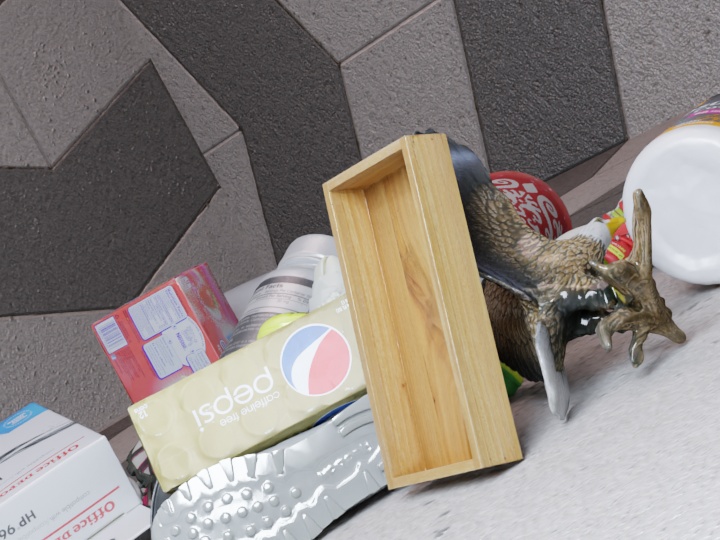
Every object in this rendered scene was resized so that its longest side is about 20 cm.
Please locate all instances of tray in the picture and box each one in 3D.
[{"bbox_3d":[0.036,0.027,0.870,0.037,0.201,0.099,-5,-11,-34],"label":"tray"}]

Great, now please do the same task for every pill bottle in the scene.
[{"bbox_3d":[0.279,-0.071,1.061,0.116,0.117,0.200,-27,3,33],"label":"pill bottle"},{"bbox_3d":[-0.059,0.070,1.259,0.113,0.113,0.201,-26,29,46],"label":"pill bottle"}]

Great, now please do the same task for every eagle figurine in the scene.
[{"bbox_3d":[0.114,0.000,0.922,0.199,0.153,0.150,18,14,41],"label":"eagle figurine"}]

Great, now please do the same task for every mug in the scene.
[{"bbox_3d":[0.131,0.002,1.419,0.133,0.179,0.200,7,14,16],"label":"mug"}]

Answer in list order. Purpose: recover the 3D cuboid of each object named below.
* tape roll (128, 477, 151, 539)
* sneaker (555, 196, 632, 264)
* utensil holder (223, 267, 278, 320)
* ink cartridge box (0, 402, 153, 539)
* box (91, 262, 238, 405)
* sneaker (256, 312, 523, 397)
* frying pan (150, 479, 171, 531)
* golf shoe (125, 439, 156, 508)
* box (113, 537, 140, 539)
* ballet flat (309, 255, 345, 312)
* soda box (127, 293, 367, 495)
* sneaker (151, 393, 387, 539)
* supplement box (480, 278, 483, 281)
[{"bbox_3d":[-0.270,0.246,1.201,0.202,0.037,0.203,-22,19,8],"label":"tape roll"},{"bbox_3d":[0.237,-0.024,1.232,0.200,0.077,0.085,-40,3,26],"label":"sneaker"},{"bbox_3d":[-0.117,0.097,1.542,0.199,0.171,0.170,-26,3,26],"label":"utensil holder"},{"bbox_3d":[-0.249,0.173,1.080,0.116,0.068,0.200,-35,22,-26],"label":"ink cartridge box"},{"bbox_3d":[-0.151,0.107,1.331,0.102,0.201,0.095,-29,3,16],"label":"box"},{"bbox_3d":[0.020,0.080,1.042,0.199,0.084,0.074,5,-9,9],"label":"sneaker"},{"bbox_3d":[-0.096,0.150,1.085,0.031,0.116,0.190,15,32,29],"label":"frying pan"},{"bbox_3d":[-0.146,0.162,1.194,0.088,0.077,0.200,-64,17,3],"label":"golf shoe"},{"bbox_3d":[-0.284,0.228,1.143,0.199,0.041,0.156,-29,19,-8],"label":"box"},{"bbox_3d":[0.000,0.000,1.171,0.200,0.072,0.072,-48,13,-33],"label":"ballet flat"},{"bbox_3d":[-0.054,0.085,0.979,0.199,0.068,0.064,-28,-18,2],"label":"soda box"},{"bbox_3d":[-0.044,0.149,0.951,0.199,0.077,0.081,-23,-7,-7],"label":"sneaker"},{"bbox_3d":[0.093,0.033,1.215,0.103,0.102,0.200,-30,2,-5],"label":"supplement box"}]
